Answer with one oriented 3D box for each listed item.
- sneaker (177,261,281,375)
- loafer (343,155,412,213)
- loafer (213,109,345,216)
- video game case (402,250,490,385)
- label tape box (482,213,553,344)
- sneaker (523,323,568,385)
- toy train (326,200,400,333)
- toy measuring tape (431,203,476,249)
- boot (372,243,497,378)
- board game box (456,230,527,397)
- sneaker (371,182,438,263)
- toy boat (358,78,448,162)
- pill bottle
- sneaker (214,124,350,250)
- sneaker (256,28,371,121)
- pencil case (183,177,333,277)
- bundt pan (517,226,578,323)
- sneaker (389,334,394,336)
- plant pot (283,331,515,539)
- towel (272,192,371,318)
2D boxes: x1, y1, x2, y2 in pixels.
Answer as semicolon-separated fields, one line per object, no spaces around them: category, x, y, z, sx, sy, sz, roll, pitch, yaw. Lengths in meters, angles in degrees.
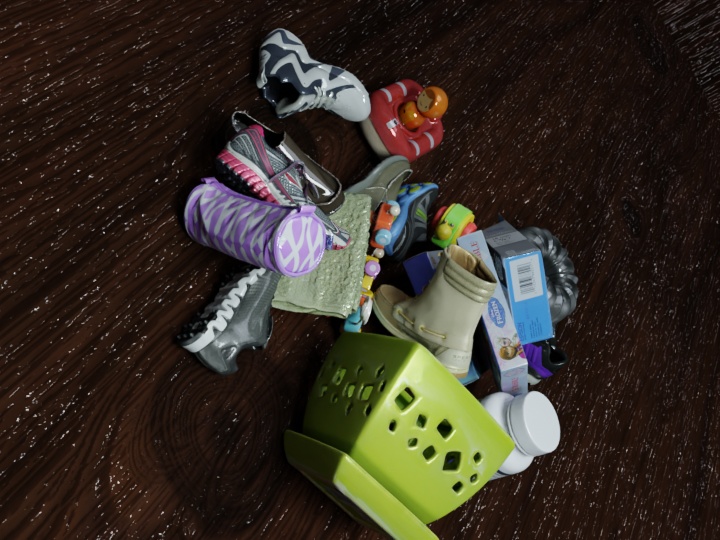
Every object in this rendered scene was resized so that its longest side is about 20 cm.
sneaker;-0.138;0.050;1.087;0.091;0.066;0.201;54;51;-22
loafer;0.021;-0.108;1.341;0.070;0.075;0.200;47;50;2
loafer;-0.107;-0.142;1.170;0.198;0.072;0.073;31;60;1
video game case;0.145;0.067;1.364;0.202;0.045;0.181;68;19;5
label tape box;0.231;0.010;1.386;0.200;0.062;0.146;-118;-165;-69
sneaker;0.282;0.102;1.497;0.200;0.099;0.070;46;40;-21
toy train;0.000;0.000;1.228;0.055;0.151;0.202;18;55;-1
toy measuring tape;0.164;-0.075;1.447;0.074;0.073;0.200;66;21;4
boot;0.097;0.030;1.195;0.072;0.157;0.200;0;29;-34
board game box;0.190;0.075;1.260;0.200;0.041;0.202;65;8;-65
sneaker;0.074;-0.080;1.405;0.200;0.070;0.084;-56;134;-49
toy boat;0.088;-0.258;1.455;0.200;0.130;0.132;-36;96;-51
pill bottle;0.173;0.234;1.228;0.110;0.199;0.112;25;52;-37
sneaker;-0.087;-0.100;1.113;0.200;0.081;0.075;42;75;-12
sneaker;-0.075;-0.256;1.315;0.198;0.079;0.131;37;47;-28
pencil case;-0.129;-0.053;1.052;0.083;0.198;0.087;-15;114;-45
bundt pan;0.334;0.008;1.628;0.201;0.075;0.204;24;54;-38
sneaker;0.067;0.133;1.267;0.199;0.071;0.084;-34;97;-51
plant pot;0.032;0.210;1.076;0.199;0.199;0.182;45;71;-21
towel;-0.061;-0.029;1.176;0.146;0.037;0.202;7;56;6
